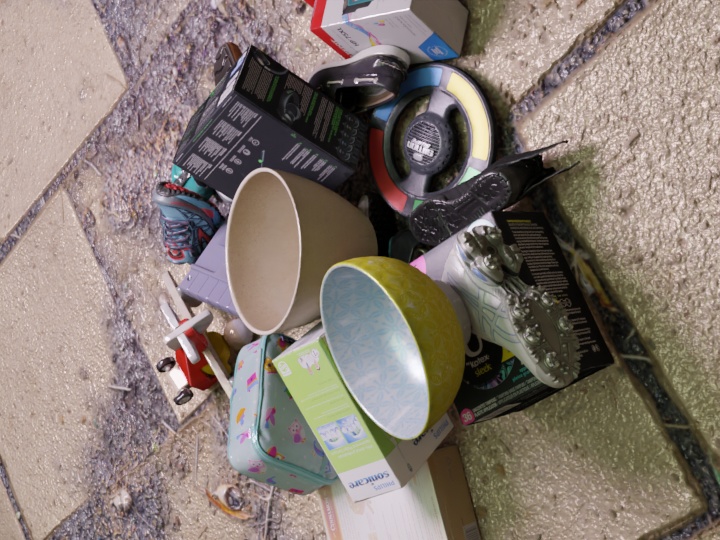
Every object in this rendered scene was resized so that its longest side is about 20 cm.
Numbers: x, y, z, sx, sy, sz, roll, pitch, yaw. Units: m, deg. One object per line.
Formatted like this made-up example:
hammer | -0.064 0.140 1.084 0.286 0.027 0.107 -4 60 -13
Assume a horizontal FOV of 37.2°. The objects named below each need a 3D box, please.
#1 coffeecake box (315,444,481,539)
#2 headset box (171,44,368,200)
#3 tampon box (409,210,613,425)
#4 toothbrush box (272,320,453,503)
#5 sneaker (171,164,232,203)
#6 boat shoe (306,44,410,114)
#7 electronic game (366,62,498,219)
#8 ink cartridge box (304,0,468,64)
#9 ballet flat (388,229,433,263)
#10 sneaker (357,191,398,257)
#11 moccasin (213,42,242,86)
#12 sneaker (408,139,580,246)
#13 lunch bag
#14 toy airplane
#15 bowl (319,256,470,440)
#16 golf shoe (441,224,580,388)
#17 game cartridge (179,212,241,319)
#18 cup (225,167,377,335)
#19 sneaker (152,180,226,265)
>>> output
coffeecake box | 0.048 0.326 1.388 0.199 0.073 0.155 -21 80 38
headset box | -0.111 -0.161 1.381 0.174 0.199 0.093 -38 28 45
tampon box | 0.167 0.052 1.241 0.149 0.126 0.202 -34 71 34
toothbrush box | 0.006 0.151 1.293 0.086 0.145 0.201 -27 97 37
sneaker | -0.220 -0.135 1.557 0.121 0.083 0.201 -56 35 29
boat shoe | -0.011 -0.232 1.385 0.199 0.074 0.061 -10 60 49
electronic game | 0.087 -0.160 1.350 0.198 0.041 0.203 3 95 39
ink cartridge box | 0.020 -0.310 1.340 0.198 0.116 0.068 -1 69 39
ballet flat | 0.072 0.049 1.358 0.072 0.073 0.203 -2 89 39
sneaker | 0.000 0.000 1.411 0.093 0.070 0.202 -6 91 33
moccasin | -0.146 -0.237 1.523 0.202 0.077 0.074 58 139 17
sneaker | 0.153 -0.091 1.260 0.199 0.104 0.060 -27 92 45
lunch bag | -0.091 0.187 1.419 0.077 0.159 0.202 -34 41 39
toy airplane | -0.221 0.105 1.555 0.199 0.140 0.202 23 133 61
bowl | 0.053 0.067 1.145 0.200 0.107 0.202 40 143 39
golf shoe | 0.156 0.051 1.138 0.201 0.078 0.098 60 140 26
game cartridge | -0.153 -0.035 1.491 0.129 0.038 0.201 17 67 40
cup | -0.063 -0.023 1.333 0.200 0.142 0.203 0 90 58
sneaker | -0.243 -0.054 1.522 0.079 0.200 0.096 21 77 24
